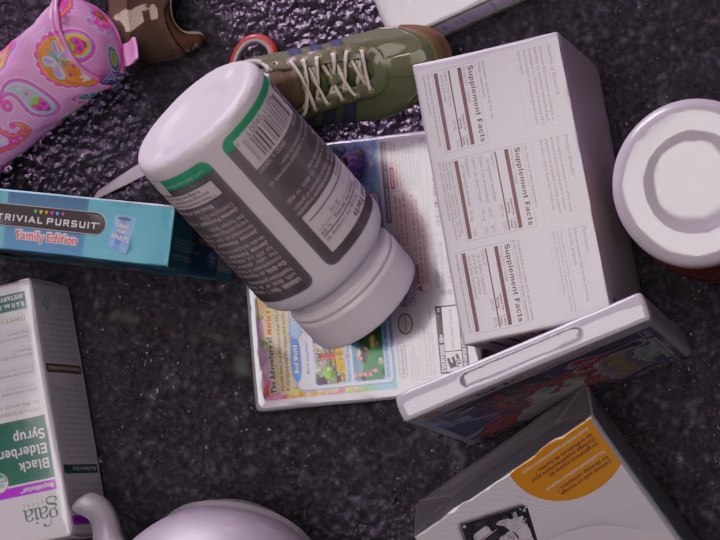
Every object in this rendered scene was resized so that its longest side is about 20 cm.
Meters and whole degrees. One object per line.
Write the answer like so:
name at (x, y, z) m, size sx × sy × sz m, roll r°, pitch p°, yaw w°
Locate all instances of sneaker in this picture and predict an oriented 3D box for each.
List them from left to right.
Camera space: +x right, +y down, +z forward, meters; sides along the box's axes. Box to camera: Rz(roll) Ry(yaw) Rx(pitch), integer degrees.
sneaker at (-0.164, -0.263, 1.725) m, size 0.075 × 0.070 × 0.202 m, roll -4°, pitch 90°, yaw -2°
sneaker at (-0.036, -0.133, 1.623) m, size 0.199 × 0.090 × 0.068 m, roll -9°, pitch 99°, yaw 29°

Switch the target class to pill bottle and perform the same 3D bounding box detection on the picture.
pill bottle at (-0.057, -0.044, 1.579) m, size 0.113 × 0.113 × 0.200 m, roll -38°, pitch 114°, yaw 9°
pill bottle at (0.242, -0.050, 1.521) m, size 0.111 × 0.200 × 0.113 m, roll -1°, pitch 84°, yaw 15°

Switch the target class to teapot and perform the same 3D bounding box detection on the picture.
teapot at (-0.093, 0.237, 1.618) m, size 0.197 × 0.200 × 0.147 m, roll -23°, pitch 39°, yaw 36°

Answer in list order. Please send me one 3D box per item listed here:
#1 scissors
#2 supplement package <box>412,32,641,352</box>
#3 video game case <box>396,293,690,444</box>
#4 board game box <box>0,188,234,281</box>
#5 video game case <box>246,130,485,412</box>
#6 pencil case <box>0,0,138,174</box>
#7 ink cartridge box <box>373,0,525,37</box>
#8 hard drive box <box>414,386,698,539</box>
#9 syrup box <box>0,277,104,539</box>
scissors at (-0.122, -0.103, 1.718) m, size 0.200 × 0.014 × 0.073 m, roll -44°, pitch 78°, yaw 6°
supplement package at (0.125, -0.050, 1.575) m, size 0.110 × 0.156 × 0.202 m, roll -12°, pitch 83°, yaw 16°
video game case at (0.133, 0.073, 1.540) m, size 0.181 × 0.200 × 0.023 m, roll -23°, pitch 76°, yaw 12°
board game box at (-0.210, -0.029, 1.665) m, size 0.198 × 0.151 × 0.047 m, roll 6°, pitch 87°, yaw 15°
video game case at (0.000, 0.000, 1.674) m, size 0.181 × 0.024 × 0.202 m, roll -6°, pitch 85°, yaw 15°
pencil case at (-0.265, -0.132, 1.698) m, size 0.199 × 0.087 × 0.088 m, roll -33°, pitch 77°, yaw 29°
ink cartridge box at (0.098, -0.253, 1.648) m, size 0.199 × 0.059 × 0.104 m, roll -24°, pitch 82°, yaw 13°
hard drive box at (0.157, 0.211, 1.555) m, size 0.155 × 0.077 × 0.200 m, roll -36°, pitch 99°, yaw 10°
syrup box at (-0.260, 0.115, 1.703) m, size 0.078 × 0.081 × 0.202 m, roll -12°, pitch 81°, yaw 15°
